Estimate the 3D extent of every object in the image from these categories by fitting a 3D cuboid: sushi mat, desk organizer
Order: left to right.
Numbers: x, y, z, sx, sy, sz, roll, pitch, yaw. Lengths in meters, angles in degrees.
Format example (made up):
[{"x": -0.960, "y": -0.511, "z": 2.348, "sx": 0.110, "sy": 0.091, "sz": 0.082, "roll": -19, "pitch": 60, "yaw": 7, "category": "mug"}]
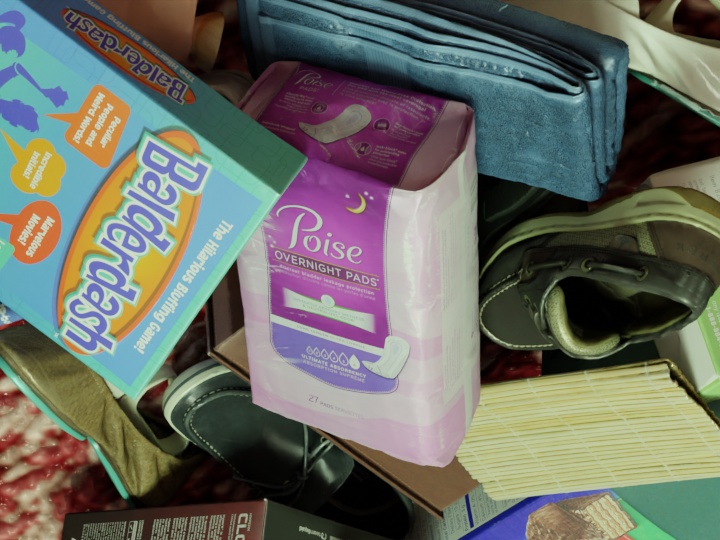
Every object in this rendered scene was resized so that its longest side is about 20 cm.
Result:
[{"x": 0.006, "y": 0.053, "z": 1.432, "sx": 0.077, "sy": 0.072, "sz": 0.200, "roll": -36, "pitch": 126, "yaw": 23, "category": "desk organizer"}, {"x": 0.117, "y": 0.089, "z": 1.353, "sx": 0.199, "sy": 0.012, "sz": 0.096, "roll": -11, "pitch": 134, "yaw": 46, "category": "sushi mat"}]

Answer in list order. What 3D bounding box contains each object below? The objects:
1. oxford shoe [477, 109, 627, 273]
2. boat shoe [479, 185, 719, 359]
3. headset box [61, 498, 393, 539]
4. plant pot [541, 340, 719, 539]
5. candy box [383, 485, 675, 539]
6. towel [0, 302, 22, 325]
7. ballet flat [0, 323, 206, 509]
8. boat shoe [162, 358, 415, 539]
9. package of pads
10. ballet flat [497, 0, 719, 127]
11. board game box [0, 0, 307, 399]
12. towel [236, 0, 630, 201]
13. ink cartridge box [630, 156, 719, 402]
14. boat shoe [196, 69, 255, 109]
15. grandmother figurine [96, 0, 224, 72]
[{"x": 0.100, "y": -0.036, "z": 1.359, "sx": 0.084, "sy": 0.073, "sz": 0.200, "roll": 14, "pitch": 143, "yaw": -20, "category": "oxford shoe"}, {"x": 0.114, "y": 0.011, "z": 1.268, "sx": 0.073, "sy": 0.065, "sz": 0.200, "roll": 36, "pitch": 151, "yaw": -15, "category": "boat shoe"}, {"x": -0.063, "y": 0.190, "z": 1.473, "sx": 0.199, "sy": 0.078, "sz": 0.148, "roll": -10, "pitch": 156, "yaw": 43, "category": "headset box"}, {"x": 0.209, "y": 0.067, "z": 1.420, "sx": 0.199, "sy": 0.142, "sz": 0.142, "roll": 26, "pitch": 127, "yaw": -14, "category": "plant pot"}, {"x": 0.127, "y": 0.173, "z": 1.547, "sx": 0.199, "sy": 0.077, "sz": 0.169, "roll": -34, "pitch": 127, "yaw": 26, "category": "candy box"}, {"x": -0.199, "y": 0.025, "z": 1.353, "sx": 0.198, "sy": 0.145, "sz": 0.024, "roll": -13, "pitch": 95, "yaw": 9, "category": "towel"}, {"x": -0.141, "y": 0.073, "z": 1.435, "sx": 0.072, "sy": 0.068, "sz": 0.200, "roll": -36, "pitch": 141, "yaw": -2, "category": "ballet flat"}, {"x": -0.035, "y": 0.109, "z": 1.466, "sx": 0.075, "sy": 0.062, "sz": 0.200, "roll": -41, "pitch": 132, "yaw": 17, "category": "boat shoe"}, {"x": 0.000, "y": 0.000, "z": 1.264, "sx": 0.120, "sy": 0.076, "sz": 0.201, "roll": 15, "pitch": 134, "yaw": 20, "category": "package of pads"}, {"x": 0.144, "y": -0.127, "z": 1.285, "sx": 0.199, "sy": 0.070, "sz": 0.070, "roll": 21, "pitch": 128, "yaw": -25, "category": "ballet flat"}, {"x": -0.147, "y": -0.053, "z": 1.201, "sx": 0.199, "sy": 0.045, "sz": 0.152, "roll": 36, "pitch": 123, "yaw": -2, "category": "board game box"}, {"x": 0.035, "y": -0.095, "z": 1.249, "sx": 0.198, "sy": 0.049, "sz": 0.112, "roll": 17, "pitch": 148, "yaw": 17, "category": "towel"}, {"x": 0.248, "y": -0.011, "z": 1.328, "sx": 0.198, "sy": 0.118, "sz": 0.067, "roll": -14, "pitch": 166, "yaw": -17, "category": "ink cartridge box"}, {"x": -0.141, "y": -0.049, "z": 1.271, "sx": 0.199, "sy": 0.067, "sz": 0.074, "roll": -31, "pitch": 85, "yaw": 9, "category": "boat shoe"}, {"x": -0.164, "y": -0.148, "z": 1.234, "sx": 0.198, "sy": 0.061, "sz": 0.122, "roll": 14, "pitch": 87, "yaw": -8, "category": "grandmother figurine"}]
